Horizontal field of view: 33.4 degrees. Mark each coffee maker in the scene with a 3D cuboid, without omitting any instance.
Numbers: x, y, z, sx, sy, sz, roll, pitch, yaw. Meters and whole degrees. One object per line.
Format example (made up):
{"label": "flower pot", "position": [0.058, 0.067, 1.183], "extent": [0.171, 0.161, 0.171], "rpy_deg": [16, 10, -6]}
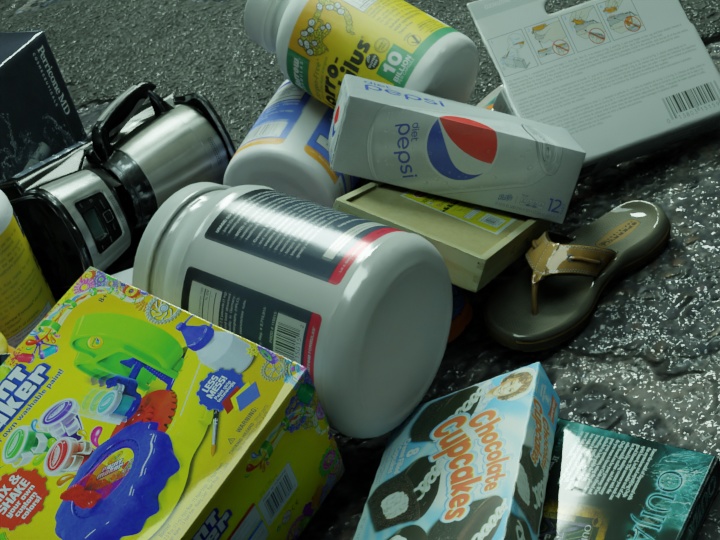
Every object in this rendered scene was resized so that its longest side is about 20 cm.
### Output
{"label": "coffee maker", "position": [-0.235, -0.063, 1.133], "extent": [0.199, 0.135, 0.192], "rpy_deg": [-36, -3, -34]}

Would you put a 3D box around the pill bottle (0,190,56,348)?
{"label": "pill bottle", "position": [-0.335, -0.005, 1.019], "extent": [0.109, 0.202, 0.112], "rpy_deg": [-11, 35, 8]}

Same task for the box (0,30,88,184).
{"label": "box", "position": [-0.366, -0.097, 1.163], "extent": [0.116, 0.199, 0.201], "rpy_deg": [2, 38, 26]}

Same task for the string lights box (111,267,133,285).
{"label": "string lights box", "position": [-0.160, 0.068, 0.970], "extent": [0.101, 0.060, 0.201], "rpy_deg": [-18, 35, -2]}

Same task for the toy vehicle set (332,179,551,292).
{"label": "toy vehicle set", "position": [0.071, -0.042, 0.953], "extent": [0.123, 0.027, 0.200], "rpy_deg": [23, 23, 18]}

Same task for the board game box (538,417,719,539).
{"label": "board game box", "position": [0.123, 0.174, 0.729], "extent": [0.134, 0.028, 0.200], "rpy_deg": [10, 42, 33]}

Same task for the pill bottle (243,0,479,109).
{"label": "pill bottle", "position": [-0.004, -0.197, 1.063], "extent": [0.199, 0.114, 0.113], "rpy_deg": [34, 55, 21]}

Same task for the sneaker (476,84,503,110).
{"label": "sneaker", "position": [0.115, -0.111, 1.100], "extent": [0.198, 0.072, 0.080], "rpy_deg": [-24, 36, 2]}

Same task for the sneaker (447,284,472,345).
{"label": "sneaker", "position": [0.000, 0.000, 0.980], "extent": [0.198, 0.079, 0.075], "rpy_deg": [9, 41, 32]}

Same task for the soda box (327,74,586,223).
{"label": "soda box", "position": [0.075, -0.098, 0.965], "extent": [0.197, 0.064, 0.068], "rpy_deg": [13, 22, -9]}

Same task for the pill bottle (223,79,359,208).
{"label": "pill bottle", "position": [-0.046, -0.120, 1.138], "extent": [0.110, 0.113, 0.201], "rpy_deg": [-1, 37, 22]}

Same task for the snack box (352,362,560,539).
{"label": "snack box", "position": [0.057, 0.143, 0.742], "extent": [0.115, 0.037, 0.201], "rpy_deg": [-23, 21, 26]}

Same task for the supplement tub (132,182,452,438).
{"label": "supplement tub", "position": [-0.048, 0.021, 0.840], "extent": [0.198, 0.142, 0.140], "rpy_deg": [19, 47, 33]}

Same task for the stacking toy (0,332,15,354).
{"label": "stacking toy", "position": [-0.319, 0.057, 0.926], "extent": [0.108, 0.202, 0.117], "rpy_deg": [-14, 33, 3]}

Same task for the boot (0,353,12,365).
{"label": "boot", "position": [-0.291, 0.097, 0.875], "extent": [0.074, 0.198, 0.098], "rpy_deg": [-28, 42, 56]}

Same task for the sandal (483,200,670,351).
{"label": "sandal", "position": [0.169, -0.008, 0.941], "extent": [0.199, 0.055, 0.081], "rpy_deg": [-34, 38, -23]}

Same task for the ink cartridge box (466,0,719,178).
{"label": "ink cartridge box", "position": [0.209, -0.182, 1.076], "extent": [0.197, 0.044, 0.176], "rpy_deg": [-19, 74, -13]}

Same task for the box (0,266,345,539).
{"label": "box", "position": [-0.149, 0.136, 0.763], "extent": [0.191, 0.123, 0.201], "rpy_deg": [21, 58, 28]}
